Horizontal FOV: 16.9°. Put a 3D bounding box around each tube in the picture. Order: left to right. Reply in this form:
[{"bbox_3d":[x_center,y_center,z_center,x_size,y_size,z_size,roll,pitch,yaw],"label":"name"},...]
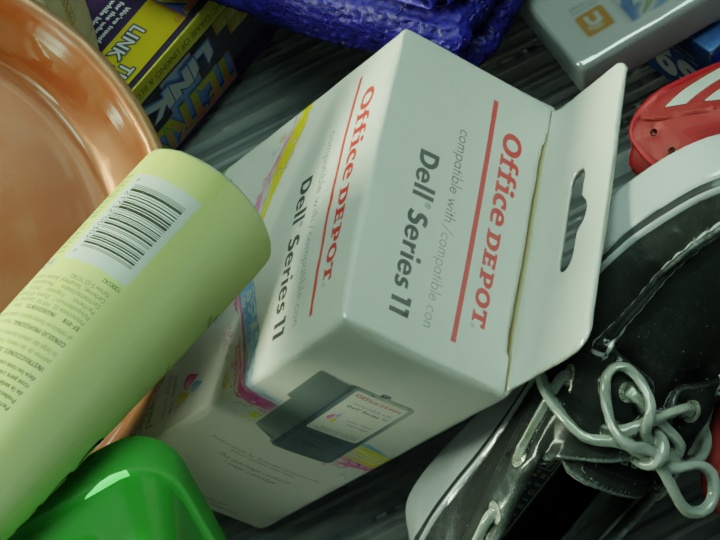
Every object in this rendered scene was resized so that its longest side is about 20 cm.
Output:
[{"bbox_3d":[-0.105,0.047,0.710,0.052,0.058,0.200,36,62,10],"label":"tube"}]

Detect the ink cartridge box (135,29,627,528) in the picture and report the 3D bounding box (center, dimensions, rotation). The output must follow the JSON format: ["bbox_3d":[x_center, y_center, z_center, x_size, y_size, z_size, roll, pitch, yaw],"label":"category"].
[{"bbox_3d":[0.000,0.000,0.816,0.200,0.067,0.117,-34,37,50],"label":"ink cartridge box"}]

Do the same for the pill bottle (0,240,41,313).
[{"bbox_3d":[-0.146,0.038,0.848,0.111,0.111,0.200,35,86,31],"label":"pill bottle"}]

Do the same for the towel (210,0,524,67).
[{"bbox_3d":[-0.012,-0.162,0.934,0.200,0.050,0.148,20,68,27],"label":"towel"}]

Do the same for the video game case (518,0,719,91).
[{"bbox_3d":[0.125,-0.180,0.948,0.200,0.022,0.182,-30,56,-5],"label":"video game case"}]

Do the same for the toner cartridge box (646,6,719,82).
[{"bbox_3d":[0.105,-0.154,0.976,0.095,0.043,0.200,-41,57,-14],"label":"toner cartridge box"}]

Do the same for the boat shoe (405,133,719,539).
[{"bbox_3d":[0.082,0.046,0.776,0.199,0.074,0.068,-50,32,25],"label":"boat shoe"}]

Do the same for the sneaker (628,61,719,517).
[{"bbox_3d":[0.139,0.002,0.862,0.115,0.078,0.200,10,55,36],"label":"sneaker"}]

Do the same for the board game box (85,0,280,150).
[{"bbox_3d":[-0.145,-0.091,0.992,0.165,0.057,0.200,29,69,27],"label":"board game box"}]

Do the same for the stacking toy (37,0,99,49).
[{"bbox_3d":[-0.203,-0.068,0.915,0.200,0.085,0.085,-18,55,8],"label":"stacking toy"}]

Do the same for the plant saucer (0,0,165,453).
[{"bbox_3d":[-0.157,-0.001,0.777,0.200,0.032,0.200,1,82,-7],"label":"plant saucer"}]

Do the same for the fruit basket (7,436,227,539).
[{"bbox_3d":[-0.085,0.164,0.756,0.155,0.216,0.216,-30,55,-6],"label":"fruit basket"}]
